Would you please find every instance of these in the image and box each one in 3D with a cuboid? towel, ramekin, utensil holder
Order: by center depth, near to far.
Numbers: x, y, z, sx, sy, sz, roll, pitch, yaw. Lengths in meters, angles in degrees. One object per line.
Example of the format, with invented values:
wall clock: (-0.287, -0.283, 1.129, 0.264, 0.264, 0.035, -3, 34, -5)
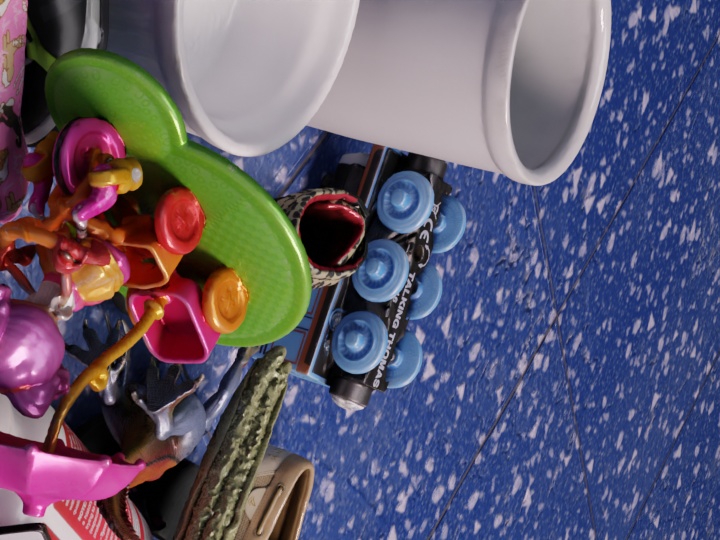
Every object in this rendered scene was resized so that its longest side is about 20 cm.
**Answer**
ramekin: (-0.088, -0.178, 1.023, 0.200, 0.097, 0.203, -35, 132, -50)
towel: (-0.097, 0.156, 1.080, 0.149, 0.036, 0.201, 115, -5, -55)
utensil holder: (0.054, -0.163, 1.182, 0.170, 0.198, 0.172, -35, 133, -49)

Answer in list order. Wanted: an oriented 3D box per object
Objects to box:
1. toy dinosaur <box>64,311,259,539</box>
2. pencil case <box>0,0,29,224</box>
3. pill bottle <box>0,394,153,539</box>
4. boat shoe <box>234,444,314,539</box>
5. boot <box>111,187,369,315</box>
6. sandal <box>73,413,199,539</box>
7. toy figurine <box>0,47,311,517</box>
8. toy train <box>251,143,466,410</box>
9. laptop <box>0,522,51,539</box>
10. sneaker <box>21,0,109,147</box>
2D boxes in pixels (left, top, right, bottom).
toy dinosaur: (-0.134, 0.094, 1.026, 0.182, 0.104, 0.202, 87, 19, -60)
pencil case: (-0.206, -0.123, 0.846, 0.083, 0.086, 0.202, -39, 138, -66)
pill bottle: (-0.200, 0.133, 0.948, 0.113, 0.111, 0.201, -61, 149, -25)
boat shoe: (-0.081, 0.232, 1.263, 0.071, 0.064, 0.202, -3, 105, -61)
boot: (-0.050, -0.009, 1.104, 0.203, 0.152, 0.074, -4, 83, -59)
sandal: (-0.138, 0.146, 1.135, 0.200, 0.048, 0.076, 34, 72, -61)
toy figurine: (-0.138, 0.024, 0.836, 0.185, 0.149, 0.201, -58, 135, -39)
toy train: (0.000, 0.000, 1.251, 0.087, 0.113, 0.202, 27, 79, -58)
laptop: (-0.245, 0.237, 0.888, 0.188, 0.197, 0.117, 83, 0, -54)
sneaker: (-0.181, -0.170, 0.914, 0.082, 0.071, 0.202, 7, 96, -37)
